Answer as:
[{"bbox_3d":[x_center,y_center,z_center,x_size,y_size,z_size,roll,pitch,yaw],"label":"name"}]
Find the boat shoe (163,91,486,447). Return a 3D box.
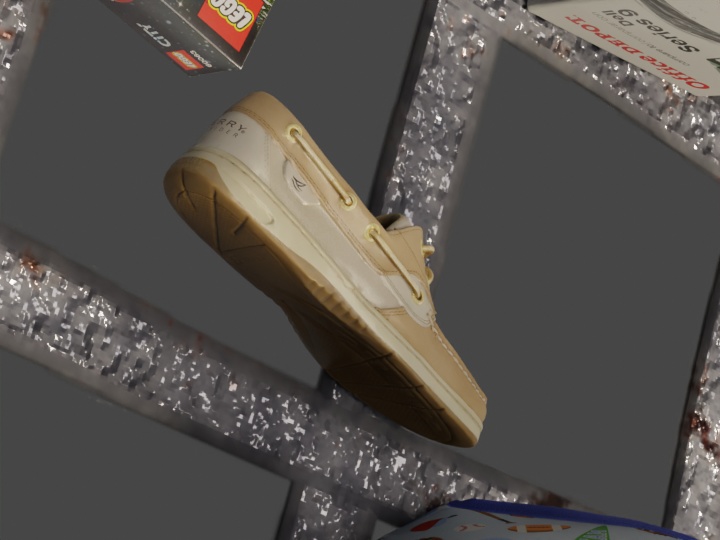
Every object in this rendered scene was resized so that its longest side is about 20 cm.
[{"bbox_3d":[0.000,0.000,1.064,0.200,0.074,0.069,48,65,-28],"label":"boat shoe"}]

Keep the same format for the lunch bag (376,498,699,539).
[{"bbox_3d":[0.063,0.181,1.027,0.170,0.200,0.124,-24,103,-41],"label":"lunch bag"}]

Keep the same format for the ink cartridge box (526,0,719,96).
[{"bbox_3d":[0.205,-0.150,1.173,0.146,0.200,0.084,21,76,-39],"label":"ink cartridge box"}]

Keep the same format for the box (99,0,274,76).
[{"bbox_3d":[-0.099,-0.193,0.967,0.200,0.038,0.137,39,63,-33],"label":"box"}]
